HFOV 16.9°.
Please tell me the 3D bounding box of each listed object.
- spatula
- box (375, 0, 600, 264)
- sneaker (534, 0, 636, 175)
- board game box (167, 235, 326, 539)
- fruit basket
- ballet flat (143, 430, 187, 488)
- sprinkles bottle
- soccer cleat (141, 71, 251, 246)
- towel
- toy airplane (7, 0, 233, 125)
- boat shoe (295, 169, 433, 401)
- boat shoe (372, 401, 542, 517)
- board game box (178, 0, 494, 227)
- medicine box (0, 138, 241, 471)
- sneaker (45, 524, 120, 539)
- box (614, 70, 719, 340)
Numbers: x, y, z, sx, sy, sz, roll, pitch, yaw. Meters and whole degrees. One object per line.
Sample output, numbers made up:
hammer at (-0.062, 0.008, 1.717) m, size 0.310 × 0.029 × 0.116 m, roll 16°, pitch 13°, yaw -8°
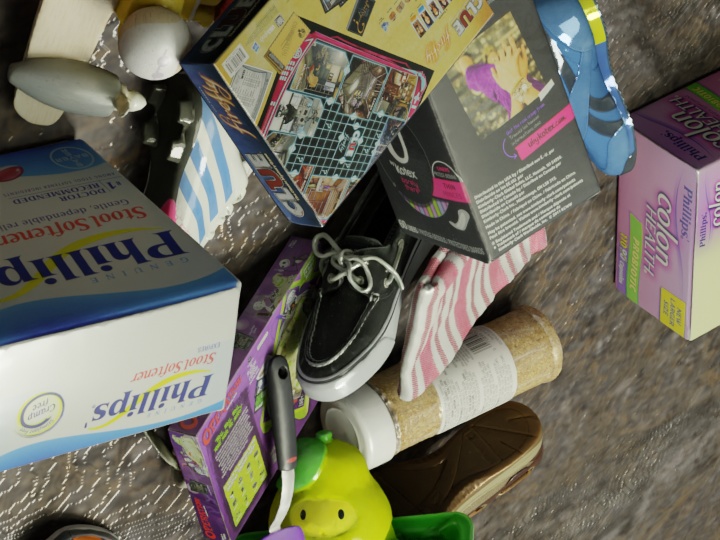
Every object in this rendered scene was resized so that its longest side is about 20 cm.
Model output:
spatula at (-0.056, 0.156, 1.756) m, size 0.056 × 0.021 × 0.200 m, roll -18°, pitch 115°, yaw -45°
box at (0.066, -0.123, 1.678) m, size 0.106 × 0.122 × 0.200 m, roll -31°, pitch 114°, yaw -22°
sneaker at (0.155, -0.138, 1.844) m, size 0.078 × 0.066 × 0.200 m, roll -30°, pitch 136°, yaw -6°
board game box at (-0.071, 0.085, 1.756) m, size 0.120 × 0.032 × 0.200 m, roll 82°, pitch 31°, yaw -45°
fruit basket at (-0.014, 0.232, 1.845) m, size 0.215 × 0.156 × 0.216 m, roll 2°, pitch 139°, yaw 2°
ballet flat at (-0.133, 0.091, 1.750) m, size 0.069 × 0.069 × 0.200 m, roll -34°, pitch 137°, yaw -19°
sprinkles bottle at (0.066, 0.092, 1.920) m, size 0.200 × 0.068 × 0.068 m, roll -23°, pitch 132°, yaw -29°
soccer cleat at (-0.115, -0.042, 1.654) m, size 0.086 × 0.070 × 0.200 m, roll -1°, pitch 119°, yaw -38°
towel at (0.092, -0.006, 1.828) m, size 0.200 × 0.030 × 0.146 m, roll -52°, pitch 161°, yaw -32°
toy airplane at (-0.153, -0.175, 1.467) m, size 0.199 × 0.141 × 0.200 m, roll -29°, pitch 153°, yaw 4°
boat shoe at (0.002, 0.000, 1.759) m, size 0.199 × 0.074 × 0.068 m, roll -58°, pitch 140°, yaw -24°
boat shoe at (0.064, 0.185, 1.972) m, size 0.200 × 0.072 × 0.072 m, roll -35°, pitch 148°, yaw -9°
board game box at (-0.011, -0.145, 1.505) m, size 0.200 × 0.035 × 0.136 m, roll -51°, pitch 125°, yaw -27°
medicine box at (-0.205, 0.019, 1.517) m, size 0.182 × 0.200 × 0.103 m, roll -14°, pitch 128°, yaw -35°
sneaker at (-0.167, 0.269, 1.803) m, size 0.078 × 0.112 × 0.200 m, roll -44°, pitch 139°, yaw -9°
box at (0.317, -0.070, 2.011) m, size 0.200 × 0.097 × 0.176 m, roll -27°, pitch 134°, yaw -27°
